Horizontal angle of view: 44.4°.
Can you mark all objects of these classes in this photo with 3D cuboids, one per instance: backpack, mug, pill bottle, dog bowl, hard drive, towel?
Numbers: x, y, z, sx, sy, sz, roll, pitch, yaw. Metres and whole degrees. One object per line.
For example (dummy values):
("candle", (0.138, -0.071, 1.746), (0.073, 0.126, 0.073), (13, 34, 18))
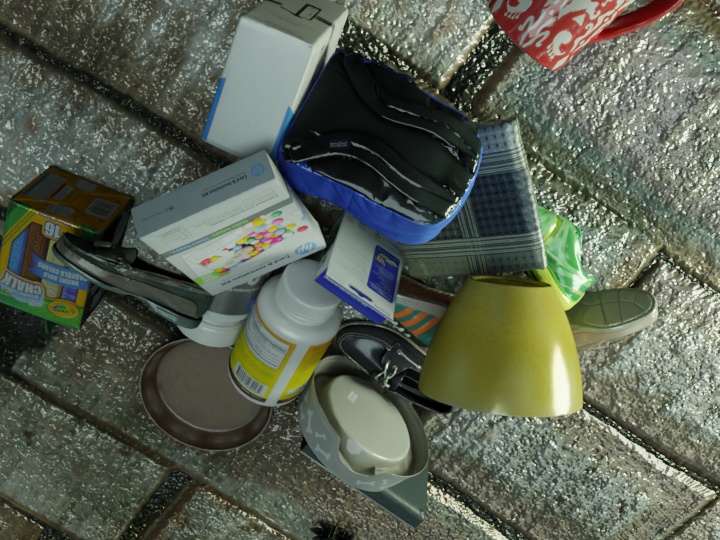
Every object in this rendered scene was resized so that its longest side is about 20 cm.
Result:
("backpack", (0.030, -0.127, 0.991), (0.200, 0.168, 0.163), (26, 79, 4))
("mug", (0.257, -0.307, 0.934), (0.177, 0.133, 0.200), (39, 119, -11))
("pill bottle", (-0.173, -0.006, 1.154), (0.114, 0.114, 0.200), (20, 119, -3))
("dog bowl", (0.000, 0.211, 1.203), (0.200, 0.200, 0.059), (38, 115, -12))
("hard drive", (0.012, 0.260, 1.253), (0.200, 0.140, 0.033), (37, 115, -11))
("pill bottle", (-0.093, 0.078, 1.125), (0.109, 0.109, 0.200), (25, 133, -6))
("towel", (0.122, -0.085, 1.084), (0.200, 0.035, 0.193), (-3, 114, 34))

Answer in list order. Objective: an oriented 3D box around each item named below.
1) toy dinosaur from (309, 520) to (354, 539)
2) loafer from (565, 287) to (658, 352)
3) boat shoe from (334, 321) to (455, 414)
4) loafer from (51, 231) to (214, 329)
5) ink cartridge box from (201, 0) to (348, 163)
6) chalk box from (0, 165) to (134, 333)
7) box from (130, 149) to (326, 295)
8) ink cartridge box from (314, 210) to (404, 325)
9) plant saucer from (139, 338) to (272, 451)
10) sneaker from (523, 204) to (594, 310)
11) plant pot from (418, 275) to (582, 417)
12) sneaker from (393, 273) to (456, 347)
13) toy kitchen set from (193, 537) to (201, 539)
("toy dinosaur", (-0.033, 0.478, 1.418), (0.200, 0.102, 0.136), (-23, 129, -1))
("loafer", (0.296, 0.077, 1.169), (0.200, 0.072, 0.063), (-15, 131, 22))
("boat shoe", (0.053, 0.136, 1.227), (0.200, 0.063, 0.073), (29, 117, -8))
("loafer", (-0.271, -0.002, 1.077), (0.200, 0.072, 0.063), (30, 105, -20))
("ink cartridge box", (-0.090, -0.221, 0.983), (0.084, 0.200, 0.146), (23, 118, -2))
("chalk box", (-0.399, -0.013, 1.175), (0.124, 0.125, 0.200), (22, 117, -4))
("box", (-0.138, -0.046, 0.982), (0.156, 0.200, 0.041), (-23, 69, 4))
("ink cartridge box", (0.000, 0.000, 1.085), (0.099, 0.200, 0.039), (35, 115, -10))
("plant saucer", (-0.225, 0.178, 1.303), (0.200, 0.035, 0.201), (3, 118, 5))
("sneaker", (0.229, -0.047, 1.115), (0.083, 0.074, 0.200), (-33, 105, -11))
("plant pot", (0.177, 0.083, 1.075), (0.200, 0.200, 0.142), (6, 96, 4))
("sneaker", (0.070, 0.061, 1.181), (0.200, 0.071, 0.080), (20, 114, -5))
("toy kitchen set", (-0.249, 0.595, 1.450), (0.200, 0.163, 0.181), (32, 117, -10))
